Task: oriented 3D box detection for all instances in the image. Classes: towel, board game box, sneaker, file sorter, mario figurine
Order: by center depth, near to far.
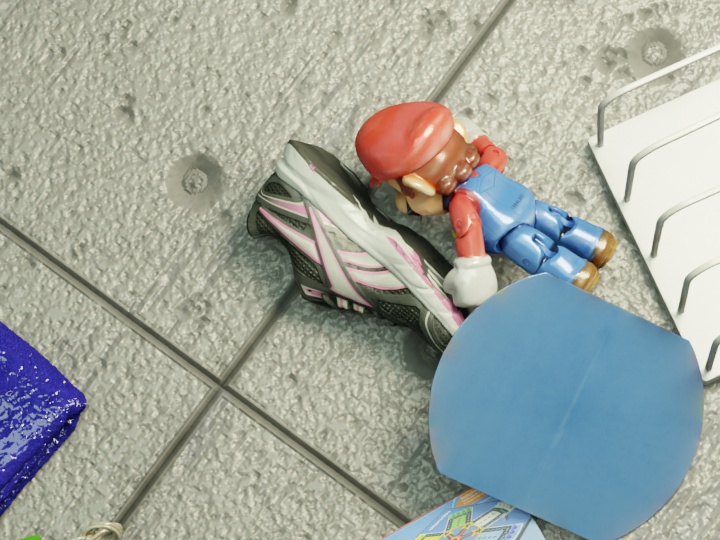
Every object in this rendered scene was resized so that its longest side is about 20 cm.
[{"bbox_3d":[0.263,-0.049,1.616,0.138,0.125,0.201,-24,75,-1],"label":"file sorter"},{"bbox_3d":[0.041,0.234,1.622,0.199,0.019,0.103,-29,76,-2],"label":"board game box"},{"bbox_3d":[0.143,0.093,1.623,0.199,0.039,0.159,25,94,-13],"label":"board game box"},{"bbox_3d":[0.079,-0.041,1.652,0.200,0.123,0.106,36,100,1],"label":"mario figurine"},{"bbox_3d":[0.000,0.000,1.667,0.200,0.080,0.086,45,107,12],"label":"sneaker"},{"bbox_3d":[-0.315,0.088,1.680,0.200,0.050,0.148,38,84,13],"label":"towel"}]

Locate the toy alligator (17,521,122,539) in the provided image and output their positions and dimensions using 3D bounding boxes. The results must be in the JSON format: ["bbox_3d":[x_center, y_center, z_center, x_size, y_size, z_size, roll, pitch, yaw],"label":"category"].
[{"bbox_3d":[-0.259,0.217,1.614,0.199,0.059,0.054,-9,44,-15],"label":"toy alligator"}]
